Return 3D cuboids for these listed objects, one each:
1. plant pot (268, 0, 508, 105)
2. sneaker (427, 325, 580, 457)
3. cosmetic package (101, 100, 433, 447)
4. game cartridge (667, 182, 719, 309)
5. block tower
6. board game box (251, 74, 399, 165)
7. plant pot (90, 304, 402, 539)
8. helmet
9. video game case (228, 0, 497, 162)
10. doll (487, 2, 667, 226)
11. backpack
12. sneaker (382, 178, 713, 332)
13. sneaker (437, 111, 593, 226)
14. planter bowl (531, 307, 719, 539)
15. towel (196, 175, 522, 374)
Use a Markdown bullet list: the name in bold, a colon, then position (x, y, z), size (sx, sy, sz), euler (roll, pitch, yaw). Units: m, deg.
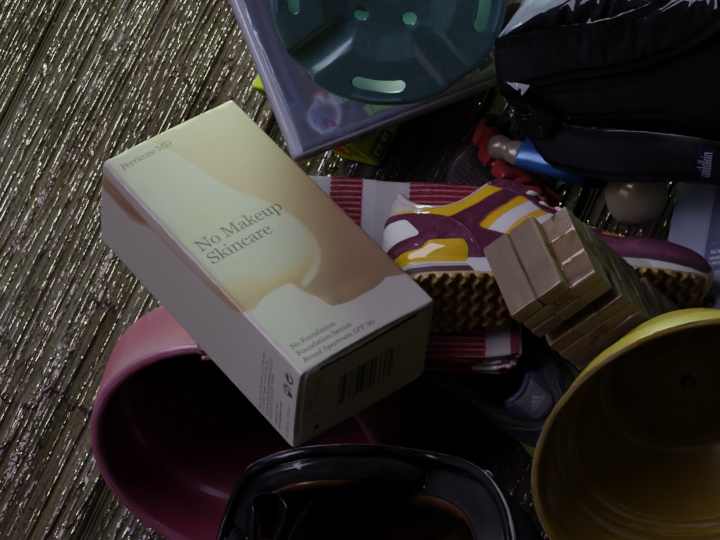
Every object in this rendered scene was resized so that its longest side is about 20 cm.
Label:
- **plant pot**: position (0.016, -0.213, 1.670), size (0.200, 0.200, 0.196), euler (-37, 22, 18)
- **sneaker**: position (0.080, 0.052, 1.665), size (0.074, 0.081, 0.200), euler (-54, 40, -2)
- **cosmetic package**: position (-0.058, -0.001, 1.555), size (0.105, 0.071, 0.200), euler (-29, 58, -28)
- **game cartridge**: position (0.274, -0.021, 1.571), size (0.199, 0.041, 0.134), euler (-8, 54, 40)
- **block tower**: position (0.152, 0.036, 1.518), size (0.054, 0.200, 0.058), euler (-35, 48, 17)
- **board game box**: position (0.014, -0.189, 1.880), size (0.047, 0.101, 0.201), euler (15, 73, 50)
- **plant pot**: position (-0.062, 0.063, 1.722), size (0.199, 0.200, 0.180), euler (-23, 32, 30)
- **helmet**: position (0.016, 0.200, 1.538), size (0.200, 0.189, 0.201), euler (-172, 90, -74)
- **video game case**: position (0.001, -0.199, 1.819), size (0.181, 0.023, 0.201), euler (-21, 83, -7)
- **doll**: position (0.145, -0.098, 1.694), size (0.136, 0.049, 0.201), euler (-13, 47, -14)
- **backpack**: position (0.185, -0.134, 1.590), size (0.199, 0.168, 0.127), euler (-8, 26, 29)
- **sneaker**: position (0.112, -0.016, 1.578), size (0.199, 0.075, 0.091), euler (1, 53, -3)
- **sneaker**: position (0.100, -0.015, 1.703), size (0.098, 0.071, 0.201), euler (-42, 40, 12)
- **planter bowl**: position (0.189, 0.083, 1.464), size (0.200, 0.200, 0.084), euler (-35, 31, 19)
- **towel**: position (0.000, 0.000, 1.621), size (0.199, 0.023, 0.145), euler (3, 50, -1)
